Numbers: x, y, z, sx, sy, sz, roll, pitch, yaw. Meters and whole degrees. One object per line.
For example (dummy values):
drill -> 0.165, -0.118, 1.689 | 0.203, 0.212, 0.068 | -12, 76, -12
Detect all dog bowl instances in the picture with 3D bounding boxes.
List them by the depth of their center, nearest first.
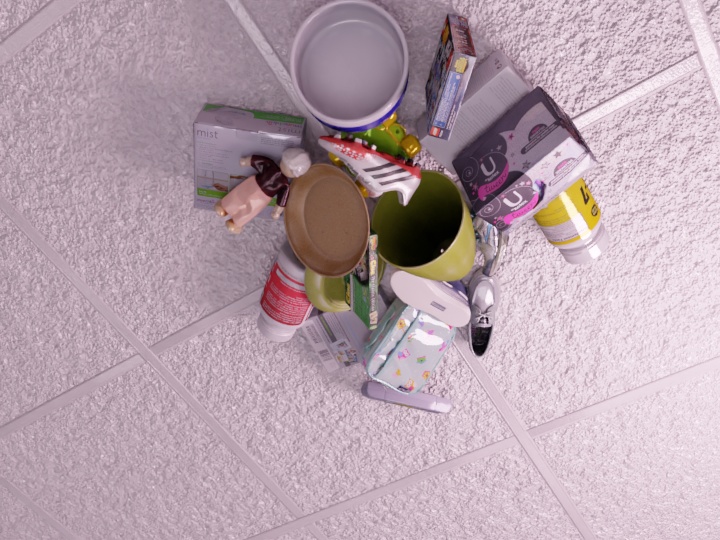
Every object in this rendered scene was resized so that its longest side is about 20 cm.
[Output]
dog bowl -> -0.016, -0.335, 1.203 | 0.195, 0.079, 0.205 | 0, 89, 5

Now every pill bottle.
pill bottle -> 0.379, -0.116, 1.353 | 0.113, 0.115, 0.201 | -28, 118, 21
pill bottle -> -0.145, 0.047, 1.503 | 0.110, 0.113, 0.202 | 21, 123, -10

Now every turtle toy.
turtle toy -> 0.008, -0.242, 1.304 | 0.145, 0.102, 0.200 | -38, 116, 10

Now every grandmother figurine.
grandmother figurine -> -0.172, -0.153, 1.295 | 0.198, 0.061, 0.122 | -32, 108, 21

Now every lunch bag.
lunch bag -> 0.095, 0.158, 1.535 | 0.159, 0.077, 0.202 | 28, 99, -29

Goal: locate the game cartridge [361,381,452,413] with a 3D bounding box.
game cartridge -> 0.103, 0.289, 1.643 | 0.195, 0.041, 0.134 | 13, 165, -4

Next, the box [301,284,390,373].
box -> -0.015, 0.131, 1.592 | 0.196, 0.042, 0.158 | -19, 120, 17

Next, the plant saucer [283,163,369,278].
plant saucer -> -0.054, -0.090, 1.298 | 0.197, 0.035, 0.205 | 11, 108, 36

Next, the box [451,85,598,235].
box -> 0.276, -0.183, 1.237 | 0.199, 0.134, 0.114 | -40, 139, 26

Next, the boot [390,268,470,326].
boot -> 0.141, 0.033, 1.479 | 0.198, 0.091, 0.073 | 34, 125, -23

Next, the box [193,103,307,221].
box -> -0.206, -0.200, 1.355 | 0.195, 0.097, 0.180 | 7, 123, 0

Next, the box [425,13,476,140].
box -> 0.143, -0.320, 1.185 | 0.039, 0.202, 0.139 | 13, 124, -6

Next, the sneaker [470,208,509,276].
sneaker -> 0.250, -0.086, 1.417 | 0.084, 0.078, 0.204 | 10, 116, 9

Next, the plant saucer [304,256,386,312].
plant saucer -> -0.020, 0.001, 1.444 | 0.197, 0.031, 0.204 | -19, 127, -28

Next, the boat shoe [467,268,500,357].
boat shoe -> 0.259, 0.095, 1.527 | 0.068, 0.072, 0.204 | 2, 124, 3

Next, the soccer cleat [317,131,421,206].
soccer cleat -> 0.013, -0.173, 1.242 | 0.196, 0.069, 0.087 | 17, 102, -22

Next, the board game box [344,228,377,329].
board game box -> 0.000, 0.000, 1.365 | 0.023, 0.105, 0.204 | -17, 126, -25

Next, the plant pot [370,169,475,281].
plant pot -> 0.142, -0.059, 1.370 | 0.184, 0.191, 0.200 | -24, 151, 19

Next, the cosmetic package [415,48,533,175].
cosmetic package -> 0.203, -0.276, 1.280 | 0.199, 0.072, 0.101 | -38, 123, 25
